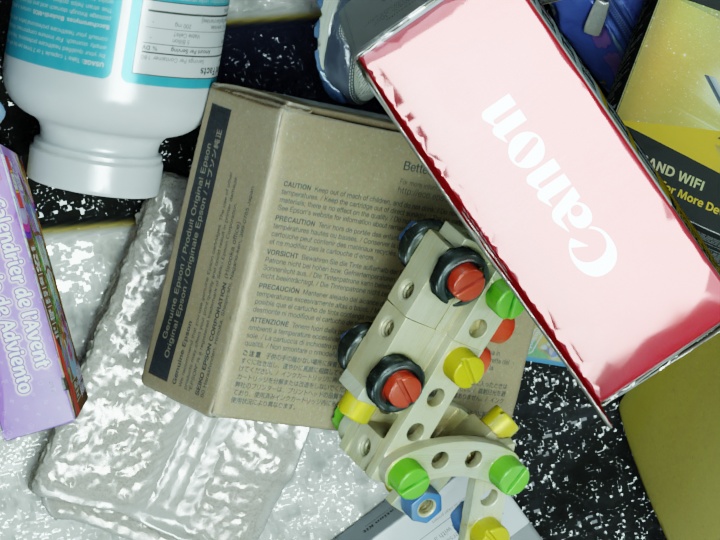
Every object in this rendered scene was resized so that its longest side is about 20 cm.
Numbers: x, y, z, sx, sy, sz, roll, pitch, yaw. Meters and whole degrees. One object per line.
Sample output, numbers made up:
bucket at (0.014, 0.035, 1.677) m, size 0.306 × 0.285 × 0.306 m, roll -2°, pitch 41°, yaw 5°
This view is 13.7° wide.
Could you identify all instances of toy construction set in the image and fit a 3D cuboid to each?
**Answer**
toy construction set at (0.056, 0.038, 1.507) m, size 0.131 × 0.092 × 0.200 m, roll 22°, pitch 89°, yaw -38°

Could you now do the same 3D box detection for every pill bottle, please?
pill bottle at (-0.122, -0.141, 1.530) m, size 0.111 × 0.111 × 0.200 m, roll 8°, pitch 99°, yaw -13°

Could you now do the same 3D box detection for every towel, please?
towel at (-0.087, 0.057, 1.618) m, size 0.133 × 0.034 × 0.200 m, roll 20°, pitch 96°, yaw -16°

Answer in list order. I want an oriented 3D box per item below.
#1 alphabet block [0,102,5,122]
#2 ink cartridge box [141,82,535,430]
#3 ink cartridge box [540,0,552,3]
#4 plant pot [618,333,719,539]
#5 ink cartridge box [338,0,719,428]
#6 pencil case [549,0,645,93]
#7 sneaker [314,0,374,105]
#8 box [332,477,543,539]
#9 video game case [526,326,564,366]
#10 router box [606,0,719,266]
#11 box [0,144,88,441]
alphabet block at (-0.316, -0.106, 1.425) m, size 0.200 × 0.196 × 0.195 m, roll -37°, pitch 76°, yaw -3°
ink cartridge box at (0.000, 0.000, 1.561) m, size 0.200 × 0.075 × 0.165 m, roll 10°, pitch 97°, yaw -38°
ink cartridge box at (0.071, -0.234, 1.481) m, size 0.165 × 0.075 × 0.200 m, roll -13°, pitch 79°, yaw 0°
plant pot at (0.267, 0.103, 1.581) m, size 0.200 × 0.176 × 0.200 m, roll 6°, pitch 143°, yaw -13°
ink cartridge box at (0.082, -0.047, 1.356) m, size 0.084 × 0.176 × 0.200 m, roll -35°, pitch 104°, yaw 6°
pencil case at (0.163, -0.102, 1.608) m, size 0.078 × 0.087 × 0.200 m, roll -25°, pitch 106°, yaw 20°
sneaker at (0.052, -0.165, 1.547) m, size 0.200 × 0.085 × 0.077 m, roll -55°, pitch 150°, yaw -8°
box at (0.057, 0.221, 1.678) m, size 0.156 × 0.041 × 0.200 m, roll -36°, pitch 107°, yaw -2°
video game case at (0.194, 0.018, 1.629) m, size 0.200 × 0.018 × 0.143 m, roll 10°, pitch 141°, yaw -14°
router box at (0.222, -0.061, 1.513) m, size 0.200 × 0.052 × 0.157 m, roll 24°, pitch 65°, yaw -4°
box at (-0.173, 0.009, 1.491) m, size 0.039 × 0.200 × 0.137 m, roll -16°, pitch 92°, yaw -3°
